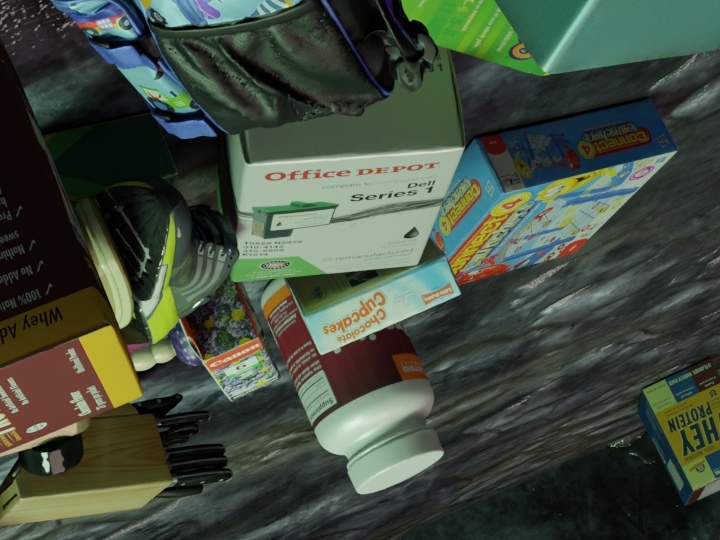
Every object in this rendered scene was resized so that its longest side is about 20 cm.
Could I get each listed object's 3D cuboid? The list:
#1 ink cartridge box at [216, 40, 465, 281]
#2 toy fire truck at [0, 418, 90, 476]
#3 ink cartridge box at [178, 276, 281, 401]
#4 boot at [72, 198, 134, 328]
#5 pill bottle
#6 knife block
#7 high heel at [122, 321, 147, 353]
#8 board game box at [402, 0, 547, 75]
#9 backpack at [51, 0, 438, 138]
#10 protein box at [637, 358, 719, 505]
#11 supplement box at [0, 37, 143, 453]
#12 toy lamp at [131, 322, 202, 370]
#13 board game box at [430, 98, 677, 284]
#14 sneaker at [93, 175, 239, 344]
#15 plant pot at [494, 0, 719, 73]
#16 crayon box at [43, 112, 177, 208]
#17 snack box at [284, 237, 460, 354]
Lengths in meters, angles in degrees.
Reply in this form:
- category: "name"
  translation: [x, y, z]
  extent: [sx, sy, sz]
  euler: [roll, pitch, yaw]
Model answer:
- category: "ink cartridge box"
  translation: [-0.019, -0.071, 1.046]
  extent: [0.145, 0.085, 0.200]
  euler: [-6, 160, -9]
- category: "toy fire truck"
  translation: [-0.304, 0.086, 1.126]
  extent: [0.175, 0.200, 0.129]
  euler: [-16, 124, -21]
- category: "ink cartridge box"
  translation: [-0.114, 0.023, 1.195]
  extent: [0.050, 0.109, 0.200]
  euler: [-23, 162, -3]
- category: "boot"
  translation: [-0.226, 0.027, 0.944]
  extent: [0.154, 0.072, 0.200]
  euler: [-18, 169, -22]
- category: "pill bottle"
  translation: [-0.003, 0.090, 1.383]
  extent: [0.112, 0.201, 0.113]
  euler: [-23, 163, -7]
- category: "knife block"
  translation: [-0.214, 0.186, 1.392]
  extent: [0.064, 0.175, 0.200]
  euler: [-42, -165, 42]
- category: "high heel"
  translation: [-0.182, 0.030, 1.180]
  extent: [0.095, 0.068, 0.200]
  euler: [-4, 160, -26]
- category: "board game box"
  translation: [0.071, -0.173, 0.941]
  extent: [0.199, 0.030, 0.095]
  euler: [13, 142, -35]
- category: "backpack"
  translation: [-0.063, -0.170, 0.616]
  extent: [0.134, 0.184, 0.200]
  euler: [-12, 152, 18]
- category: "protein box"
  translation: [0.602, 0.293, 2.769]
  extent: [0.134, 0.199, 0.200]
  euler: [-25, 162, 0]
- category: "supplement box"
  translation: [-0.244, -0.003, 0.796]
  extent: [0.196, 0.201, 0.133]
  euler: [-22, 163, -9]
- category: "toy lamp"
  translation: [-0.234, 0.094, 1.329]
  extent: [0.199, 0.058, 0.058]
  euler: [-23, 162, -9]
- category: "board game box"
  translation: [0.151, -0.063, 1.391]
  extent: [0.195, 0.056, 0.200]
  euler: [-15, 160, -29]
- category: "sneaker"
  translation: [-0.120, -0.019, 0.991]
  extent: [0.081, 0.074, 0.200]
  euler: [-32, 171, -15]
- category: "plant pot"
  translation: [0.158, -0.228, 0.807]
  extent: [0.141, 0.142, 0.200]
  euler: [-13, 152, -34]
- category: "crayon box"
  translation: [-0.228, -0.030, 0.989]
  extent: [0.199, 0.052, 0.126]
  euler: [-15, 160, -28]
- category: "snack box"
  translation: [0.000, 0.000, 1.228]
  extent: [0.116, 0.037, 0.200]
  euler: [-24, -162, -3]
